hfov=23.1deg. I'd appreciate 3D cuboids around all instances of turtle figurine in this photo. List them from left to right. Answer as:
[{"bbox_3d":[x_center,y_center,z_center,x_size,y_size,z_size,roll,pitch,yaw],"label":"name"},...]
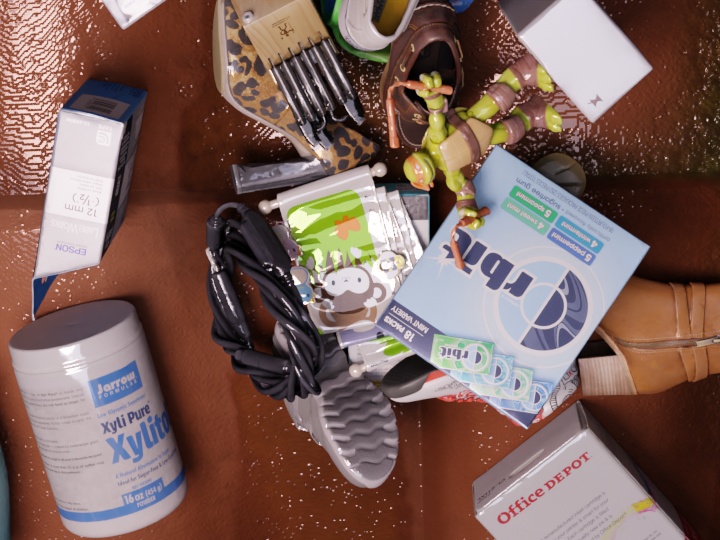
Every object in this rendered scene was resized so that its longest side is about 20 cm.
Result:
[{"bbox_3d":[0.099,-0.111,1.554,0.161,0.064,0.200,-32,122,-13],"label":"turtle figurine"}]

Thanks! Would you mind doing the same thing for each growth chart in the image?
[{"bbox_3d":[0.000,0.000,1.651,0.145,0.018,0.200,-26,96,4],"label":"growth chart"}]

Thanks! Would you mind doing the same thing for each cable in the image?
[{"bbox_3d":[-0.097,0.046,1.645,0.051,0.200,0.163,-17,149,-32],"label":"cable"}]

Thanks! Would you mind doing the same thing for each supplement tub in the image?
[{"bbox_3d":[-0.252,0.144,1.703,0.132,0.132,0.200,-13,108,5],"label":"supplement tub"}]

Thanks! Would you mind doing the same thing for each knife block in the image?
[{"bbox_3d":[-0.063,-0.211,1.578,0.064,0.200,0.176,-26,145,2],"label":"knife block"}]

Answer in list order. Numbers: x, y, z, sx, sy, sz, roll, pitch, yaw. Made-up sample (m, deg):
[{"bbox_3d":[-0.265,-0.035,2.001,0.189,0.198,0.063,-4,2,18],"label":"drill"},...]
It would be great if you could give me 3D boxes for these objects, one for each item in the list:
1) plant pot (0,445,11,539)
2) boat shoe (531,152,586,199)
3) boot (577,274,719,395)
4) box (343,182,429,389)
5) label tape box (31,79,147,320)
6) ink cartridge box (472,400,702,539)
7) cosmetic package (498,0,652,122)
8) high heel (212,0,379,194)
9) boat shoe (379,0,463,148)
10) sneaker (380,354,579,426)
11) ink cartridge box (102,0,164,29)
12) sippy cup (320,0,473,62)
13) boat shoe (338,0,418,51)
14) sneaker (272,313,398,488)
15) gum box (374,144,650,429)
[{"bbox_3d":[-0.431,0.197,1.701,0.200,0.200,0.188,4,92,0],"label":"plant pot"},{"bbox_3d":[0.145,-0.026,1.676,0.072,0.066,0.201,39,101,9],"label":"boat shoe"},{"bbox_3d":[0.278,0.025,1.690,0.154,0.074,0.200,-9,119,5],"label":"boot"},{"bbox_3d":[0.027,0.017,1.701,0.082,0.049,0.200,-1,107,1],"label":"box"},{"bbox_3d":[-0.252,-0.064,1.631,0.066,0.143,0.200,10,107,-2],"label":"label tape box"},{"bbox_3d":[0.228,0.252,1.753,0.146,0.083,0.200,-39,103,12],"label":"ink cartridge box"},{"bbox_3d":[0.185,-0.208,1.549,0.071,0.200,0.101,-41,104,11],"label":"cosmetic package"},{"bbox_3d":[-0.061,-0.177,1.643,0.142,0.071,0.200,-10,103,-10],"label":"high heel"},{"bbox_3d":[0.057,-0.168,1.580,0.070,0.070,0.200,-14,148,-5],"label":"boat shoe"},{"bbox_3d":[0.122,0.111,1.691,0.201,0.067,0.108,-26,111,-20],"label":"sneaker"},{"bbox_3d":[-0.191,-0.356,1.593,0.198,0.043,0.200,-32,103,11],"label":"ink cartridge box"},{"bbox_3d":[0.037,-0.282,1.572,0.130,0.178,0.140,2,65,-10],"label":"sippy cup"},{"bbox_3d":[0.038,-0.281,1.472,0.071,0.070,0.200,22,85,-22],"label":"boat shoe"},{"bbox_3d":[-0.026,0.134,1.684,0.075,0.200,0.082,-9,139,-27],"label":"sneaker"},{"bbox_3d":[0.138,0.015,1.608,0.170,0.045,0.200,35,90,6],"label":"gum box"}]
